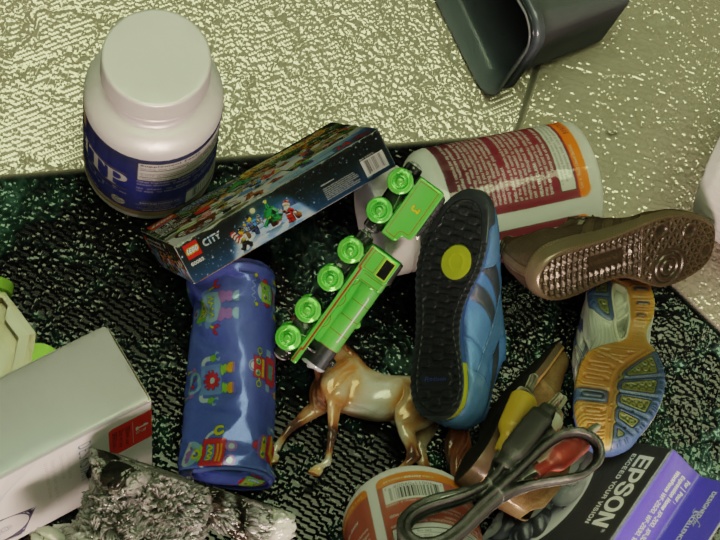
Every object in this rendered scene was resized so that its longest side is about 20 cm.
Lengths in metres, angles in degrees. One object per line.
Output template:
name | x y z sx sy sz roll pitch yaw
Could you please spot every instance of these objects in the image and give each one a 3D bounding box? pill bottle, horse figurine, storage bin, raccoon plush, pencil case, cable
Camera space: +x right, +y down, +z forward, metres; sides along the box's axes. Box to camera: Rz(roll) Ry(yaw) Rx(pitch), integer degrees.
pill bottle | 0.102 -0.059 1.733 0.199 0.114 0.115 -11 70 -13
pill bottle | -0.177 -0.135 1.678 0.119 0.200 0.120 3 67 -7
horse figurine | 0.012 0.125 1.681 0.199 0.050 0.133 18 69 2
storage bin | 0.154 -0.287 1.827 0.134 0.146 0.200 -18 72 -25
raccoon plush | -0.159 0.224 1.526 0.199 0.097 0.134 19 85 -3
pill bottle | 0.051 0.256 1.554 0.112 0.113 0.200 -1 34 -8
pencil case | -0.112 0.091 1.664 0.087 0.078 0.201 -13 65 30
cable | 0.116 0.168 1.549 0.097 0.050 0.200 36 65 19

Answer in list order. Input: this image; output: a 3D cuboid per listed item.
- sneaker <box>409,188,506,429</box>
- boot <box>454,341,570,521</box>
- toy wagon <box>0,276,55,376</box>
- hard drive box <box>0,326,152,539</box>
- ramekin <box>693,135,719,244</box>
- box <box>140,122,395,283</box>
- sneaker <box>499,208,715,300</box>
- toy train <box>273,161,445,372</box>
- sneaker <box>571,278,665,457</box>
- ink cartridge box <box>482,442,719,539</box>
sneaker | 0.091 0.033 1.662 0.066 0.078 0.201 4 86 37
boot | 0.145 0.137 1.663 0.075 0.074 0.200 37 40 -3
toy wagon | -0.332 0.079 1.658 0.199 0.040 0.156 10 68 -5
hard drive box | -0.270 0.146 1.574 0.200 0.156 0.077 -28 69 -17
ramekin | 0.372 -0.097 1.749 0.094 0.203 0.203 27 67 17
box | -0.081 -0.061 1.687 0.200 0.137 0.038 -31 105 -13
sneaker | 0.210 -0.027 1.683 0.199 0.071 0.076 -8 29 -31
toy train | 0.000 0.000 1.648 0.056 0.042 0.200 35 94 0
sneaker | 0.215 0.092 1.680 0.075 0.088 0.200 13 45 2
ink cartridge box | 0.181 0.225 1.596 0.043 0.200 0.198 50 64 -29
